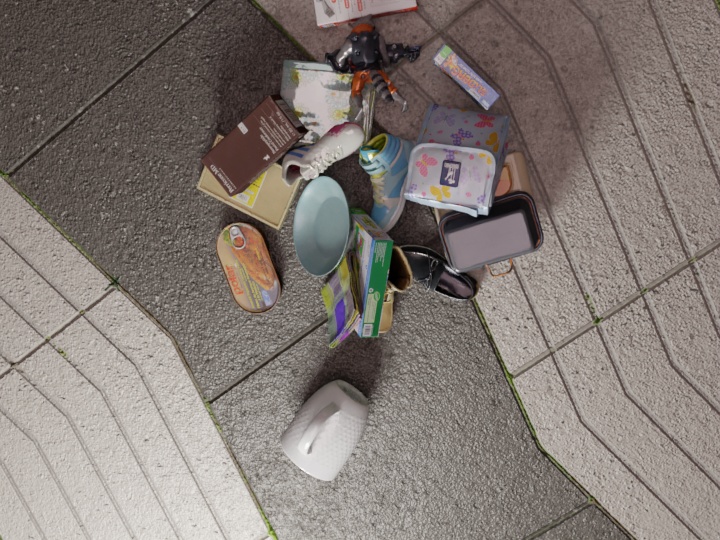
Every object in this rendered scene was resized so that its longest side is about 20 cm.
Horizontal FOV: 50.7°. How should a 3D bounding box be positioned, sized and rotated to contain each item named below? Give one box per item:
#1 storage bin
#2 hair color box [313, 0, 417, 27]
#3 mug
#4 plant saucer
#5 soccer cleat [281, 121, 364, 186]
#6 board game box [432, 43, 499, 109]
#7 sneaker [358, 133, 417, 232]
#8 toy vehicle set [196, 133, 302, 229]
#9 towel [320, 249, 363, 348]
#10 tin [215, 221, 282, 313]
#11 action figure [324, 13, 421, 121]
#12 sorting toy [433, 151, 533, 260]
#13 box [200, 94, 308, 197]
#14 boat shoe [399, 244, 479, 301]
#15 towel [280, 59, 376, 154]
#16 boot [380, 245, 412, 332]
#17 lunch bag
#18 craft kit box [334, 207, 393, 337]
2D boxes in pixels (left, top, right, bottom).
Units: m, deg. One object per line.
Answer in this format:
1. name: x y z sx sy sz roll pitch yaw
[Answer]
1. storage bin: 0.250 -0.055 1.460 0.198 0.134 0.147 -16 97 14
2. hair color box: 0.006 -0.548 1.478 0.197 0.064 0.112 -8 101 7
3. mug: -0.073 0.329 1.600 0.147 0.200 0.176 37 98 16
4. plant saucer: -0.069 -0.088 1.549 0.038 0.200 0.204 4 107 -37
5. soccer cleat: -0.075 -0.222 1.503 0.198 0.087 0.070 -20 133 34
6. board game box: 0.196 -0.359 1.422 0.135 0.200 0.035 42 103 -3
7. sneaker: 0.034 -0.180 1.514 0.130 0.079 0.202 16 98 -39
8. toy vehicle set: -0.233 -0.187 1.599 0.198 0.027 0.125 27 103 1
9. towel: -0.039 0.060 1.528 0.022 0.200 0.145 0 66 -20
10. tin: -0.238 -0.007 1.633 0.111 0.042 0.202 -18 99 6
11. action figure: 0.041 -0.397 1.453 0.198 0.105 0.196 -16 85 -12
12. sorting toy: 0.250 -0.125 1.530 0.197 0.036 0.188 -14 98 9
13. box: -0.213 -0.251 1.525 0.199 0.075 0.100 -39 93 19
14. boat shoe: 0.155 0.006 1.575 0.198 0.062 0.075 28 105 2
15. towel: -0.067 -0.330 1.539 0.197 0.048 0.174 8 102 5
16. boot: 0.053 0.040 1.543 0.072 0.155 0.203 -7 99 -20
17. lunch bag: 0.186 -0.205 1.440 0.167 0.128 0.202 13 63 16
18. craft kit box: 0.000 0.000 1.513 0.048 0.198 0.203 0 112 -22
